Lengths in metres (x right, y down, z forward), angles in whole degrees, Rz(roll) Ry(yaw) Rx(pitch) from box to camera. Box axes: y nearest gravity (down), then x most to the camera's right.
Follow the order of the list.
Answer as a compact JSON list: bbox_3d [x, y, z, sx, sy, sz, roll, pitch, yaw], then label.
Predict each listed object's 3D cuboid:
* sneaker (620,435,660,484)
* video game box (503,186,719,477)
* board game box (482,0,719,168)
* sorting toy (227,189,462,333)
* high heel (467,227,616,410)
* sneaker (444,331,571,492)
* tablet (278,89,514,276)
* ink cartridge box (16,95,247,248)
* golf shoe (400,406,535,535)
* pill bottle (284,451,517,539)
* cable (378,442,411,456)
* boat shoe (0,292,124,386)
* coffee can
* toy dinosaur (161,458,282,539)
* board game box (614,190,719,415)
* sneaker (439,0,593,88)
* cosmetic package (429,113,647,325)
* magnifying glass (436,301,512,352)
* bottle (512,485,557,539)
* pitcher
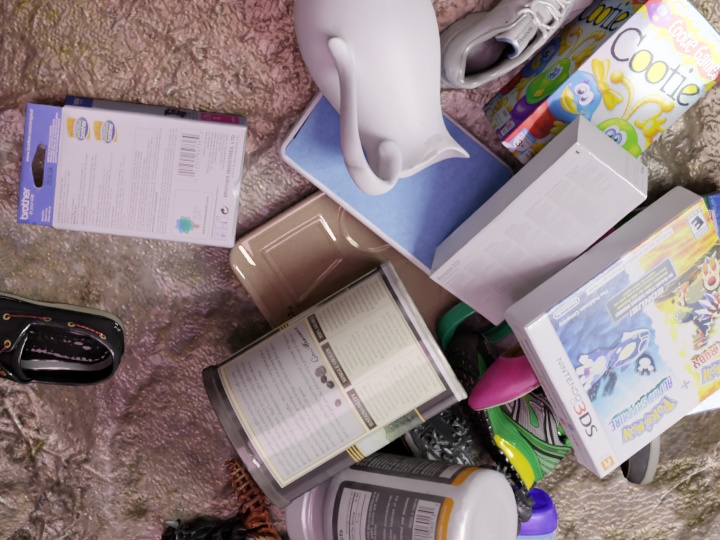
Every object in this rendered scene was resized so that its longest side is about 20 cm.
[{"bbox_3d":[0.231,0.121,1.531,0.105,0.075,0.201,-10,103,-5],"label":"sneaker"},{"bbox_3d":[0.246,0.056,1.376,0.199,0.047,0.183,-35,120,-9],"label":"video game box"},{"bbox_3d":[0.222,-0.167,1.395,0.105,0.103,0.200,41,103,-19],"label":"board game box"},{"bbox_3d":[0.000,0.000,1.482,0.199,0.037,0.186,-32,112,2],"label":"sorting toy"},{"bbox_3d":[0.161,0.039,1.399,0.199,0.067,0.096,-36,102,2],"label":"high heel"},{"bbox_3d":[0.145,0.126,1.524,0.085,0.078,0.200,-39,129,-9],"label":"sneaker"},{"bbox_3d":[0.035,-0.098,1.424,0.200,0.014,0.130,38,80,-16],"label":"tablet"},{"bbox_3d":[-0.208,-0.091,1.416,0.198,0.042,0.120,5,112,-11],"label":"ink cartridge box"},{"bbox_3d":[0.075,0.193,1.519,0.200,0.078,0.095,52,129,14],"label":"golf shoe"},{"bbox_3d":[0.036,0.230,1.446,0.199,0.116,0.117,4,118,34],"label":"pill bottle"},{"bbox_3d":[0.026,0.256,1.578,0.162,0.051,0.201,-15,112,0],"label":"cable"},{"bbox_3d":[-0.322,0.067,1.459,0.200,0.063,0.074,5,114,-6],"label":"boat shoe"},{"bbox_3d":[-0.023,0.103,1.416,0.199,0.146,0.147,-31,112,2],"label":"coffee can"},{"bbox_3d":[-0.127,0.281,1.566,0.135,0.102,0.202,-11,96,-18],"label":"toy dinosaur"},{"bbox_3d":[0.281,0.039,1.463,0.198,0.041,0.201,-12,93,-4],"label":"board game box"},{"bbox_3d":[0.153,-0.224,1.374,0.200,0.087,0.074,-43,108,10],"label":"sneaker"},{"bbox_3d":[0.155,-0.042,1.367,0.082,0.051,0.200,34,127,-17],"label":"cosmetic package"},{"bbox_3d":[0.167,0.027,1.501,0.199,0.022,0.080,-22,148,-3],"label":"magnifying glass"},{"bbox_3d":[0.152,0.322,1.609,0.083,0.065,0.201,3,112,-8],"label":"bottle"},{"bbox_3d":[0.008,-0.169,1.324,0.121,0.171,0.201,-17,97,25],"label":"pitcher"}]
